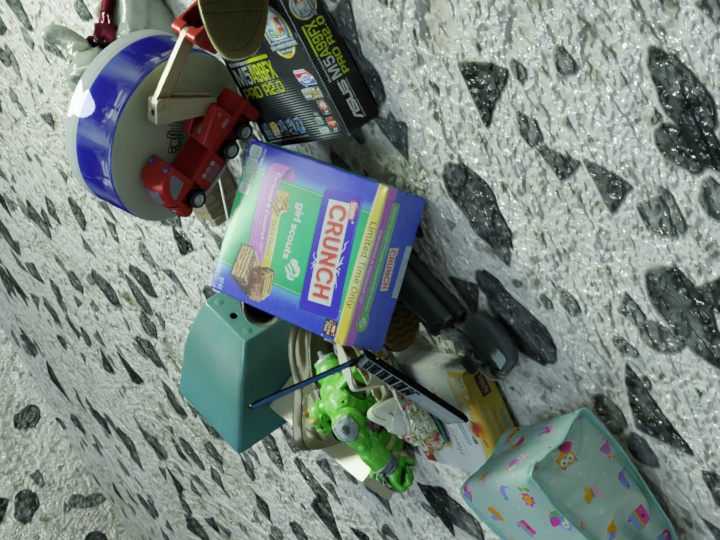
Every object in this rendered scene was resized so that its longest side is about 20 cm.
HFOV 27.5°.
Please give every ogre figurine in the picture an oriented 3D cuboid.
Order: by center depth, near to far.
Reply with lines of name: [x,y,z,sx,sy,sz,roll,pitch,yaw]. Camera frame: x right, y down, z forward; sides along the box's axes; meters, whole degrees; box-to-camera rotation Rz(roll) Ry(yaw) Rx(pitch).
ogre figurine: [-0.001,0.169,1.778,0.098,0.202,0.120,-26,132,30]

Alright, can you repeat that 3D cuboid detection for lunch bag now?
lunch bag: [0.223,0.255,1.502,0.200,0.122,0.170,49,155,-6]

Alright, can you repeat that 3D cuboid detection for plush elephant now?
plush elephant: [-0.306,-0.270,1.769,0.201,0.154,0.165,53,156,6]

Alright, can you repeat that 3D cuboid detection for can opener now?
can opener: [0.094,0.040,1.567,0.200,0.052,0.067,45,120,19]

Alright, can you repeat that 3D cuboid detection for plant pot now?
plant pot: [-0.152,0.112,2.012,0.141,0.141,0.201,42,146,27]

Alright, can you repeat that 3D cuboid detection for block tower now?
block tower: [-0.221,-0.155,1.888,0.058,0.054,0.201,2,122,62]

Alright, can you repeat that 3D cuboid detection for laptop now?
laptop: [-0.006,0.152,1.571,0.199,0.117,0.187,33,174,1]

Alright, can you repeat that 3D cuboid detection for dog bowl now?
dog bowl: [-0.229,-0.160,1.639,0.078,0.200,0.201,27,145,34]

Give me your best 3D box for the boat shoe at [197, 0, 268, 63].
boat shoe: [-0.135,-0.296,1.476,0.066,0.071,0.203,103,154,-73]

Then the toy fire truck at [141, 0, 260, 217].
toy fire truck: [-0.181,-0.170,1.574,0.049,0.201,0.141,33,177,42]

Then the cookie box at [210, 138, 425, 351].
cookie box: [-0.047,-0.029,1.552,0.199,0.075,0.173,21,97,36]

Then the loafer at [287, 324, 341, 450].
loafer: [-0.048,0.135,1.884,0.067,0.076,0.203,5,108,22]

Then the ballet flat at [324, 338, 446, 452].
ballet flat: [0.022,0.135,1.701,0.201,0.064,0.076,57,154,7]

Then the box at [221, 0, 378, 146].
box: [-0.077,-0.215,1.549,0.199,0.044,0.161,2,124,62]

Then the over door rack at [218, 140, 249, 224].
over door rack: [-0.137,-0.113,1.782,0.202,0.066,0.148,67,156,6]

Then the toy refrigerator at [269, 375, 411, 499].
toy refrigerator: [-0.024,0.215,1.957,0.199,0.070,0.076,35,176,40]

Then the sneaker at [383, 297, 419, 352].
sneaker: [0.000,0.000,1.654,0.202,0.074,0.090,65,155,-1]

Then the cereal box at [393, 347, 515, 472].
cereal box: [0.105,0.163,1.700,0.199,0.039,0.145,2,121,61]

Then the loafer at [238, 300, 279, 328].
loafer: [-0.122,0.036,1.795,0.069,0.070,0.200,20,159,1]
